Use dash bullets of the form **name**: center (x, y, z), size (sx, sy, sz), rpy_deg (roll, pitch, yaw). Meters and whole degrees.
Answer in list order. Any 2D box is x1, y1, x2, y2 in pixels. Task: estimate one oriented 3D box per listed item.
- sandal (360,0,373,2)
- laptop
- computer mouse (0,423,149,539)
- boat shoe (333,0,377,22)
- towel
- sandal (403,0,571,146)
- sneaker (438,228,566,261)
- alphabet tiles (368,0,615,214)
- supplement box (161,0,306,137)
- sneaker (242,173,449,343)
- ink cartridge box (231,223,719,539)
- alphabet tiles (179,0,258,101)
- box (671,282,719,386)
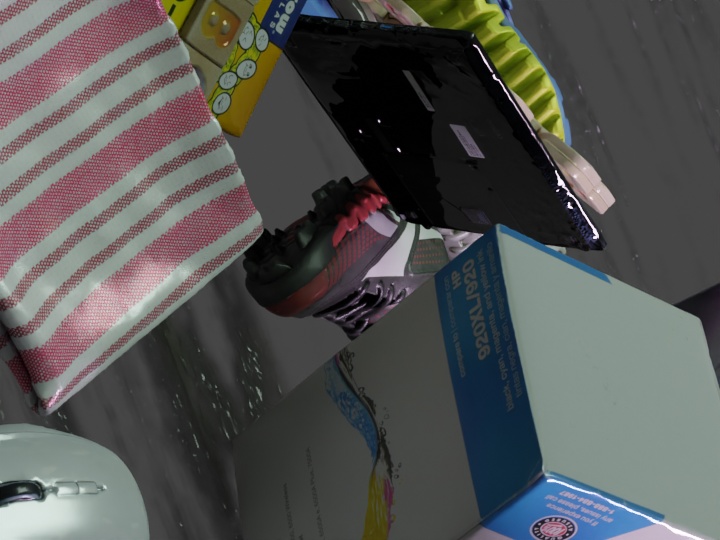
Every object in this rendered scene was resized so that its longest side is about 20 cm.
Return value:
- **sandal**: center (0.017, -0.204, 1.646), size (0.078, 0.069, 0.212), rpy_deg (55, 12, -2)
- **laptop**: center (0.028, -0.110, 1.499), size (0.177, 0.199, 0.104), rpy_deg (52, 56, -45)
- **computer mouse**: center (-0.139, 0.093, 1.212), size (0.200, 0.044, 0.110), rpy_deg (15, 51, -61)
- **boat shoe**: center (-0.036, -0.167, 1.714), size (0.201, 0.057, 0.067), rpy_deg (66, -13, -4)
- **towel**: center (-0.124, -0.053, 1.271), size (0.146, 0.030, 0.201), rpy_deg (-41, 124, -29)
- **sandal**: center (0.086, -0.135, 1.908), size (0.201, 0.079, 0.087), rpy_deg (69, 19, 7)
- **sneaker**: center (0.080, -0.027, 1.778), size (0.200, 0.073, 0.085), rpy_deg (24, 42, -59)
- **alphabet tiles**: center (0.069, -0.107, 1.764), size (0.200, 0.015, 0.196), rpy_deg (41, 0, 19)
- **supplement box**: center (-0.124, -0.157, 1.369), size (0.109, 0.109, 0.200), rpy_deg (24, -3, 37)
- **sneaker**: center (0.000, 0.000, 1.577), size (0.098, 0.071, 0.200), rpy_deg (60, 21, -3)
- **ink cartridge box**: center (0.059, 0.108, 1.391), size (0.147, 0.200, 0.145), rpy_deg (23, 42, -36)
- **alphabet tiles**: center (-0.123, -0.094, 1.309), size (0.167, 0.008, 0.201), rpy_deg (33, 82, -52)
- **box**: center (0.273, 0.110, 1.894), size (0.123, 0.199, 0.199), rpy_deg (27, 42, -55)
